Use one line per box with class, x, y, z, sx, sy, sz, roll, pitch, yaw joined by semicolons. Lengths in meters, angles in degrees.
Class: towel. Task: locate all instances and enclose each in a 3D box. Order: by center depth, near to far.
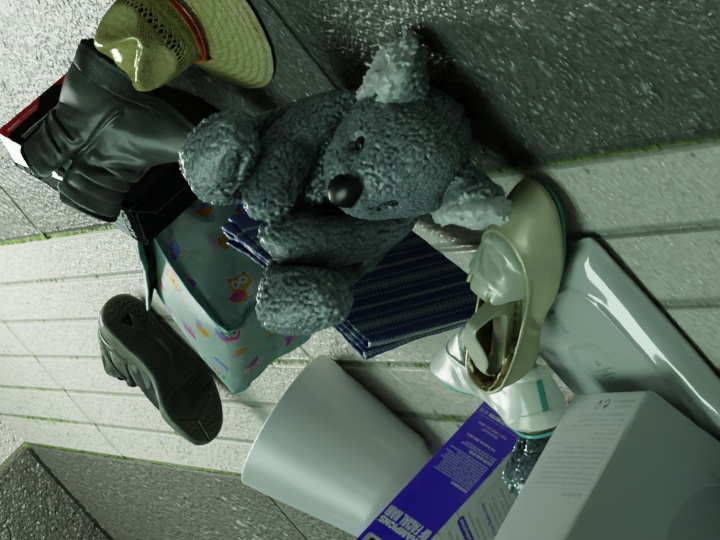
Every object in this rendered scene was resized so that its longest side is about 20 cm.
towel;0.000;0.000;1.726;0.200;0.144;0.024;40;131;39

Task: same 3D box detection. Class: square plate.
square plate;0.190;0.067;1.662;0.198;0.028;0.200;47;160;-8

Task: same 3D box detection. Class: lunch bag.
lunch bag;-0.144;-0.008;2.052;0.200;0.122;0.171;48;164;16

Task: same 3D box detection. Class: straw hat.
straw hat;-0.167;-0.191;1.776;0.201;0.085;0.201;39;160;17

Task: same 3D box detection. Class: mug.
mug;-0.006;0.177;2.170;0.153;0.187;0.150;31;126;11

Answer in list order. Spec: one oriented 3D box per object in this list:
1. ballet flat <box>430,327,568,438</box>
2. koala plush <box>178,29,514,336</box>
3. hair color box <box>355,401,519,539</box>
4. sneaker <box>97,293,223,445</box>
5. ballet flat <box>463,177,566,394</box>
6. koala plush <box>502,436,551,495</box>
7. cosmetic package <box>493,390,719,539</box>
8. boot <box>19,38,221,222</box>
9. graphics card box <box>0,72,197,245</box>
ballet flat;0.110;0.074;1.778;0.070;0.069;0.200;54;173;-24
koala plush;0.009;-0.078;1.590;0.200;0.183;0.178;-26;95;49
hair color box;0.082;0.218;1.923;0.065;0.200;0.110;29;156;35
sneaker;-0.236;0.120;2.562;0.200;0.076;0.114;49;162;-1
ballet flat;0.107;0.018;1.613;0.069;0.069;0.201;35;145;26
koala plush;0.176;0.261;1.782;0.183;0.200;0.178;23;157;44
cosmetic package;0.210;0.227;1.625;0.199;0.201;0.123;37;162;-16
boot;-0.183;-0.093;1.850;0.200;0.132;0.070;36;-160;19
graphics card box;-0.217;-0.113;1.974;0.199;0.125;0.051;28;151;39
